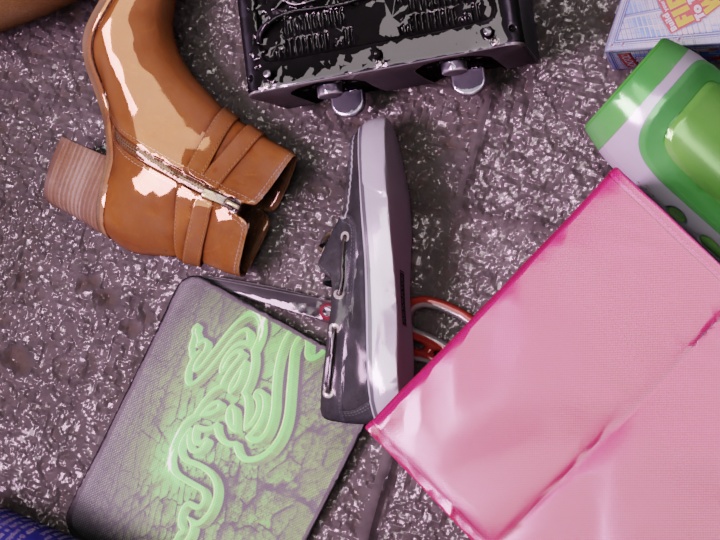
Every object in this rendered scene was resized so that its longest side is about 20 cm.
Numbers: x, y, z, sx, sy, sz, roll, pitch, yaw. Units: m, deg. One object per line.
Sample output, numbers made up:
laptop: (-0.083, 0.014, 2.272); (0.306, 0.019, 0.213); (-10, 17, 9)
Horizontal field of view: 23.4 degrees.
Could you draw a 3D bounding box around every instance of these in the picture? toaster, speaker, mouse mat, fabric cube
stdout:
toaster: (0.010, -0.206, 1.106); (0.180, 0.119, 0.201); (-10, 82, 12)
speaker: (0.231, -0.046, 1.035); (0.200, 0.088, 0.089); (42, 95, 2)
mouse mat: (-0.093, 0.124, 1.151); (0.160, 0.008, 0.201); (28, 94, 16)
fabric cube: (0.156, 0.088, 1.000); (0.199, 0.196, 0.200); (-46, 76, 7)

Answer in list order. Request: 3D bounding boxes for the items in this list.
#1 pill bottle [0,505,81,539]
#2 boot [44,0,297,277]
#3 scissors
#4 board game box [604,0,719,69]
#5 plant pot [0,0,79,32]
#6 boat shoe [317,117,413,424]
pill bottle: (-0.203, 0.229, 1.115); (0.199, 0.120, 0.120); (19, 89, 16)
boot: (-0.111, -0.105, 1.154); (0.154, 0.074, 0.201); (21, 102, 17)
scissors: (-0.006, 0.025, 1.143); (0.199, 0.014, 0.073); (30, 95, 16)
board game box: (0.236, -0.208, 1.079); (0.199, 0.062, 0.201); (-16, 80, 11)
plant pot: (-0.288, -0.227, 1.170); (0.199, 0.186, 0.187); (-27, 78, 26)
boat shoe: (0.000, 0.000, 1.105); (0.056, 0.069, 0.201); (-5, 74, 13)
